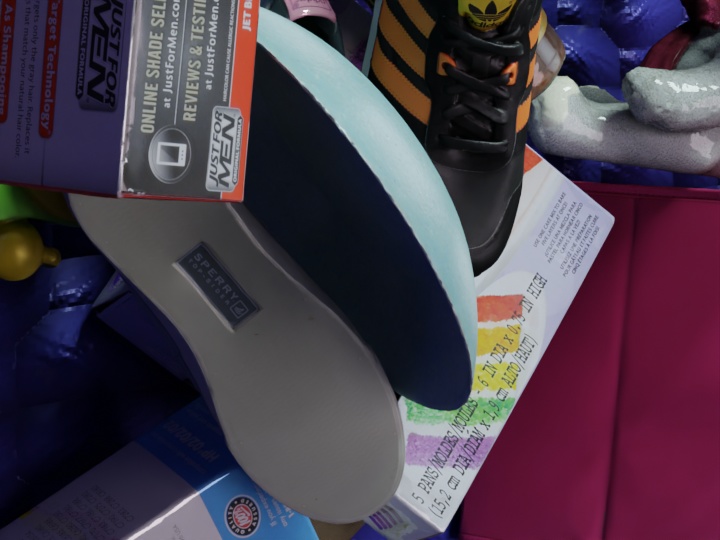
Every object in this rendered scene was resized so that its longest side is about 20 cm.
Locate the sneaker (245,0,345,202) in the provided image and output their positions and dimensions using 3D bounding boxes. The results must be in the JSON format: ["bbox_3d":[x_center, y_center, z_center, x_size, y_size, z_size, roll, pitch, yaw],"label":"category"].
[{"bbox_3d":[-0.039,-0.124,1.013,0.070,0.082,0.200,-11,84,-29],"label":"sneaker"}]

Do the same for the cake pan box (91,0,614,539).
[{"bbox_3d":[0.000,0.000,1.078,0.184,0.052,0.200,39,62,-11],"label":"cake pan box"}]

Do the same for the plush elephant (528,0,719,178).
[{"bbox_3d":[0.191,-0.125,1.196,0.165,0.200,0.155,-6,105,-70],"label":"plush elephant"}]

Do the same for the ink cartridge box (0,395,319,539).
[{"bbox_3d":[-0.111,0.158,0.990,0.200,0.068,0.115,-33,120,-18],"label":"ink cartridge box"}]

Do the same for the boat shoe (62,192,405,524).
[{"bbox_3d":[-0.049,0.012,0.941,0.070,0.072,0.201,-33,111,5],"label":"boat shoe"}]

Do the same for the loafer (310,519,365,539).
[{"bbox_3d":[-0.037,0.112,1.098,0.076,0.067,0.200,36,69,-46],"label":"loafer"}]

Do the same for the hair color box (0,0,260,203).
[{"bbox_3d":[-0.126,-0.081,0.857,0.061,0.200,0.102,3,95,-46],"label":"hair color box"}]

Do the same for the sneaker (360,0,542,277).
[{"bbox_3d":[0.041,-0.094,0.959,0.070,0.090,0.201,2,93,-9],"label":"sneaker"}]

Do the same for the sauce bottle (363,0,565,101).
[{"bbox_3d":[0.014,-0.154,1.035,0.200,0.065,0.065,51,58,-26],"label":"sauce bottle"}]

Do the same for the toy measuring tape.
[{"bbox_3d":[-0.108,-0.088,0.974,0.074,0.073,0.200,25,81,-49],"label":"toy measuring tape"}]

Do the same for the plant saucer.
[{"bbox_3d":[-0.011,-0.036,0.903,0.039,0.201,0.201,-38,126,-15],"label":"plant saucer"}]

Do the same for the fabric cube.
[{"bbox_3d":[0.189,0.059,1.259,0.196,0.200,0.200,3,92,-49],"label":"fabric cube"}]
